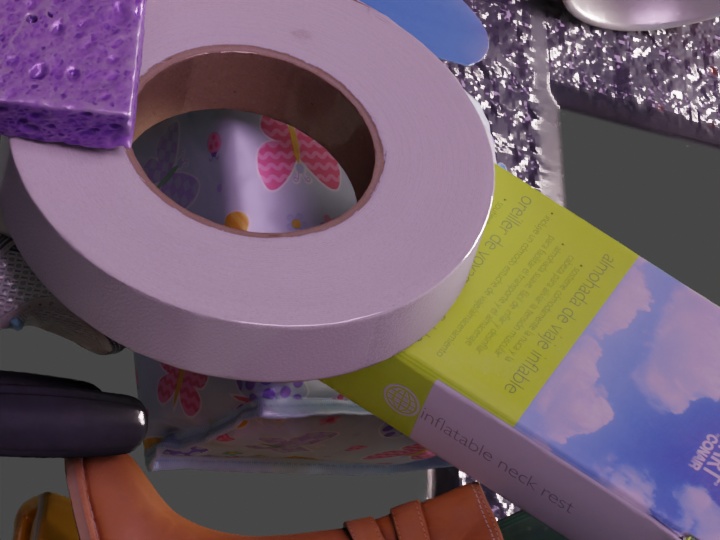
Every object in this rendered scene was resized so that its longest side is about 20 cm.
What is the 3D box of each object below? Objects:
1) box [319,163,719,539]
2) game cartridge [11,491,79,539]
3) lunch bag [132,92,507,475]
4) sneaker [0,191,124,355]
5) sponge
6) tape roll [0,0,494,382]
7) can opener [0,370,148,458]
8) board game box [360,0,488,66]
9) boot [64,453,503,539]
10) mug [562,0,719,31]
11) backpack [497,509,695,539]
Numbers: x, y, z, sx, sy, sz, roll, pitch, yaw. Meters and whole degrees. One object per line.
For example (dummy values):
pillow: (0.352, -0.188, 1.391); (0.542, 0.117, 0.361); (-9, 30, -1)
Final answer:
box: (0.088, 0.042, 1.159); (0.200, 0.048, 0.122); (33, 49, 9)
game cartridge: (-0.066, 0.205, 1.199); (0.199, 0.032, 0.177); (22, 59, -29)
lunch bag: (0.000, 0.000, 1.273); (0.199, 0.127, 0.170); (6, 70, -39)
sneaker: (-0.187, 0.005, 1.137); (0.199, 0.078, 0.087); (22, 70, -18)
sponge: (-0.182, -0.112, 1.105); (0.199, 0.030, 0.112); (7, 60, -3)
tape roll: (-0.046, -0.042, 1.134); (0.202, 0.037, 0.203); (8, 46, -8)
can opener: (-0.163, 0.050, 1.082); (0.199, 0.063, 0.079); (13, 100, -40)
board game box: (-0.041, -0.127, 1.300); (0.199, 0.039, 0.158); (12, 24, -29)
boot: (-0.020, 0.123, 1.134); (0.155, 0.077, 0.200); (-32, 66, -1)
mug: (0.134, -0.247, 1.473); (0.177, 0.133, 0.201); (6, 64, -35)
backpack: (0.117, 0.183, 1.211); (0.178, 0.199, 0.151); (52, 22, -34)
